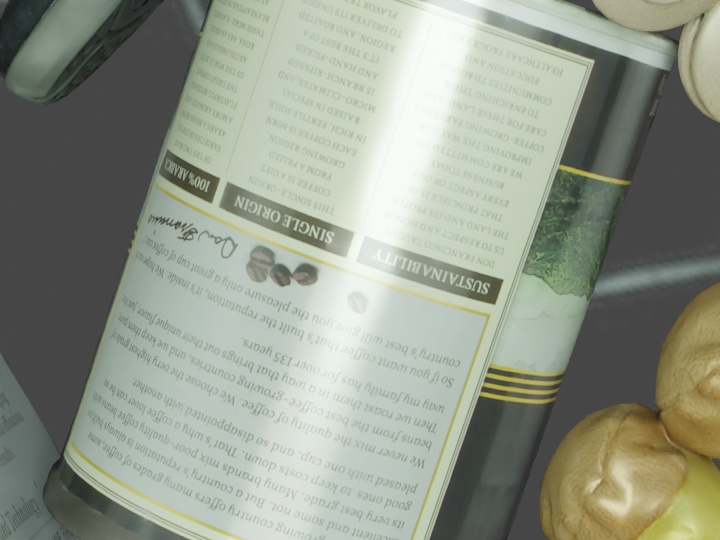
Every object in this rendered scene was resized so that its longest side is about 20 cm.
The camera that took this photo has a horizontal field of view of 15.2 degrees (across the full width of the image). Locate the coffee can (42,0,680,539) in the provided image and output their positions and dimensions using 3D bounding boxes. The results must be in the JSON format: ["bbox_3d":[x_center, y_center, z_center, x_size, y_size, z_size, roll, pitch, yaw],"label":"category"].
[{"bbox_3d":[0.000,0.000,0.846,0.146,0.146,0.201,19,97,1],"label":"coffee can"}]

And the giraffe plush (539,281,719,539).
[{"bbox_3d":[0.172,0.105,0.796,0.173,0.162,0.200,-45,127,10],"label":"giraffe plush"}]

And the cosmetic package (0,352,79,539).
[{"bbox_3d":[-0.193,0.084,0.857,0.167,0.166,0.200,-31,92,6],"label":"cosmetic package"}]

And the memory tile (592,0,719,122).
[{"bbox_3d":[0.133,-0.115,0.767,0.153,0.017,0.200,-48,120,3],"label":"memory tile"}]

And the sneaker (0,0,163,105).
[{"bbox_3d":[-0.086,-0.157,0.872,0.114,0.076,0.200,29,94,2],"label":"sneaker"}]
